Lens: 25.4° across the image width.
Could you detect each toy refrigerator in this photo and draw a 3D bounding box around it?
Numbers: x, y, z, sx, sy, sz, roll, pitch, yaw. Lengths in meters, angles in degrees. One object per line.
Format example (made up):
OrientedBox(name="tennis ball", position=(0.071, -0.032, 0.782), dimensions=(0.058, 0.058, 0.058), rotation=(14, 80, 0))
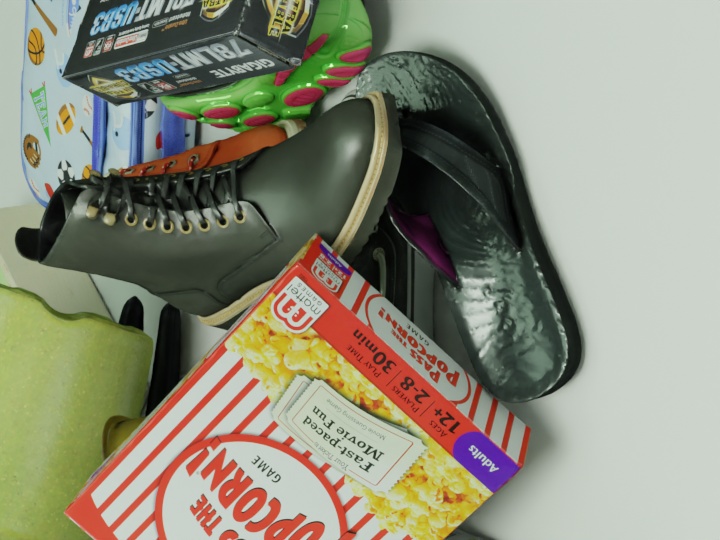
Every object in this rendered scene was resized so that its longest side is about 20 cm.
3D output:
OrientedBox(name="toy refrigerator", position=(-0.242, 0.046, 1.236), dimensions=(0.201, 0.070, 0.076), rotation=(57, 138, 30))

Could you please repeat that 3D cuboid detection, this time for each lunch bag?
OrientedBox(name="lunch bag", position=(-0.169, -0.126, 1.090), dimensions=(0.160, 0.075, 0.202), rotation=(28, 121, 46))

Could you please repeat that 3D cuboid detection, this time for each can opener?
OrientedBox(name="can opener", position=(-0.159, 0.114, 1.147), dimensions=(0.079, 0.063, 0.202), rotation=(-116, 39, -68))

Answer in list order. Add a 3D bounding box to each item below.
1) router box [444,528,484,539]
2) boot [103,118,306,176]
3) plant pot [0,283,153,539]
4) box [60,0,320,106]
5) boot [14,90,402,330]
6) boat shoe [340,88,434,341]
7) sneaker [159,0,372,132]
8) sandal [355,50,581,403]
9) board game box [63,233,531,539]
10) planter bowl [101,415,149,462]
OrientedBox(name="router box", position=(0.076, 0.227, 0.837), dimensions=(0.199, 0.051, 0.151), rotation=(13, 109, 52))
OrientedBox(name="boot", position=(-0.098, -0.041, 0.959), dimensions=(0.200, 0.106, 0.076), rotation=(-24, 68, 60))
OrientedBox(name="plant pot", position=(-0.225, 0.109, 1.046), dimensions=(0.200, 0.199, 0.186), rotation=(15, 85, 53))
OrientedBox(name="box", position=(-0.077, -0.199, 0.890), dimensions=(0.199, 0.049, 0.200), rotation=(-4, 68, 54))
OrientedBox(name="boot", position=(-0.081, -0.036, 0.824), dimensions=(0.200, 0.137, 0.078), rotation=(-45, 39, 42))
OrientedBox(name="boat shoe", position=(0.000, 0.000, 0.884), dimensions=(0.070, 0.063, 0.202), rotation=(3, 99, 54))
OrientedBox(name="sneaker", position=(-0.053, -0.135, 0.937), dimensions=(0.199, 0.076, 0.085), rotation=(-20, 62, 53))
OrientedBox(name="sandal", position=(0.049, -0.029, 0.807), dimensions=(0.075, 0.048, 0.202), rotation=(-37, 70, 31))
OrientedBox(name="board game box", position=(-0.034, 0.104, 0.825), dimensions=(0.151, 0.046, 0.200), rotation=(41, 113, -5))
OrientedBox(name="planter bowl", position=(-0.070, 0.158, 0.969), dimensions=(0.201, 0.083, 0.200), rotation=(60, -176, -8))
